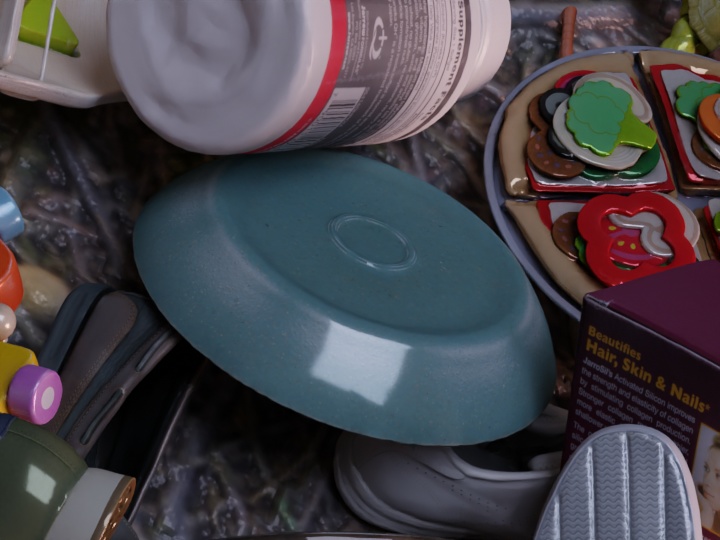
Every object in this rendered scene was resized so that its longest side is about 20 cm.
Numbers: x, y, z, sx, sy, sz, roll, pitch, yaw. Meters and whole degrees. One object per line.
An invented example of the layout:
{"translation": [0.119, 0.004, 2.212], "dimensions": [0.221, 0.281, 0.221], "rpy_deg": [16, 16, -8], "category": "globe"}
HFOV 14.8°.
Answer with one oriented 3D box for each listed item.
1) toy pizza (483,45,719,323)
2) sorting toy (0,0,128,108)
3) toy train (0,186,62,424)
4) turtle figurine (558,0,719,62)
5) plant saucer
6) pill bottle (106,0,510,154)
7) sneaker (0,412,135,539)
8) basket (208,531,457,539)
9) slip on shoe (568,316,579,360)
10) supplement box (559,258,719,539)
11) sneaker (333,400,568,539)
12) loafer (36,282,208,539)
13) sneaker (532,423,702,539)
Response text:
{"translation": [0.156, -0.037, 1.311], "dimensions": [0.200, 0.032, 0.201], "rpy_deg": [8, 50, -10], "category": "toy pizza"}
{"translation": [-0.111, -0.156, 1.257], "dimensions": [0.180, 0.107, 0.201], "rpy_deg": [16, 78, -38], "category": "sorting toy"}
{"translation": [-0.200, 0.052, 1.115], "dimensions": [0.200, 0.056, 0.150], "rpy_deg": [-33, 47, -22], "category": "toy train"}
{"translation": [0.204, -0.121, 1.428], "dimensions": [0.161, 0.064, 0.200], "rpy_deg": [45, 54, -2], "category": "turtle figurine"}
{"translation": [0.000, 0.000, 1.218], "dimensions": [0.200, 0.036, 0.200], "rpy_deg": [17, 31, -11], "category": "plant saucer"}
{"translation": [-0.014, -0.111, 1.248], "dimensions": [0.200, 0.111, 0.111], "rpy_deg": [-9, 69, -58], "category": "pill bottle"}
{"translation": [-0.168, 0.134, 1.042], "dimensions": [0.090, 0.200, 0.067], "rpy_deg": [32, 20, 0], "category": "sneaker"}
{"translation": [-0.004, 0.220, 1.112], "dimensions": [0.180, 0.136, 0.201], "rpy_deg": [7, 67, -26], "category": "basket"}
{"translation": [0.187, 0.047, 1.342], "dimensions": [0.200, 0.076, 0.061], "rpy_deg": [7, 34, -27], "category": "slip on shoe"}
{"translation": [0.149, 0.111, 1.188], "dimensions": [0.086, 0.200, 0.110], "rpy_deg": [-15, 31, -39], "category": "supplement box"}
{"translation": [0.094, 0.091, 1.250], "dimensions": [0.200, 0.088, 0.075], "rpy_deg": [7, 62, -26], "category": "sneaker"}
{"translation": [-0.113, 0.089, 1.138], "dimensions": [0.063, 0.072, 0.200], "rpy_deg": [3, 55, 17], "category": "loafer"}
{"translation": [0.102, 0.161, 1.133], "dimensions": [0.073, 0.071, 0.201], "rpy_deg": [6, 93, 10], "category": "sneaker"}
